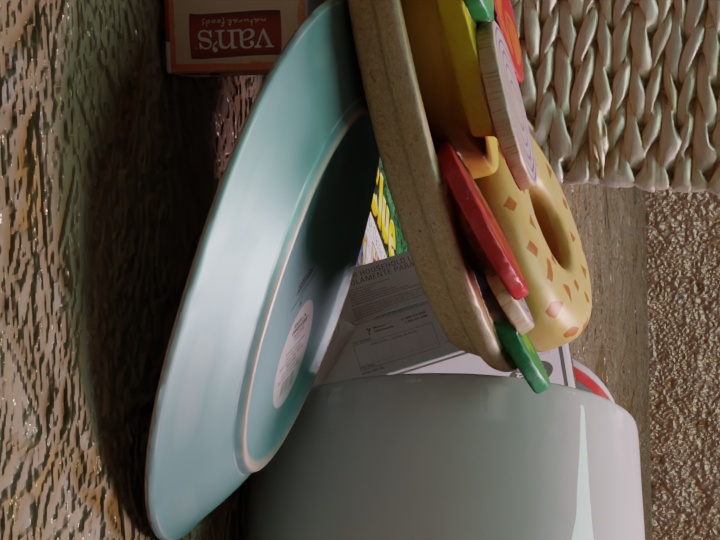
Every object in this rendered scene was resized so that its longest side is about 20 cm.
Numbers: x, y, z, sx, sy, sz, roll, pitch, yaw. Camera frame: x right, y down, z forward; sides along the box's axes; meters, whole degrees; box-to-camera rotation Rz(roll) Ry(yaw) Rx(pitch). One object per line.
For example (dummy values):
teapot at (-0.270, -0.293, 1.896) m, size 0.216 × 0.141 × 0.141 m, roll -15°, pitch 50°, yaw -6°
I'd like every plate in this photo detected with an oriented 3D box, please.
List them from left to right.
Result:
plate at (-0.027, 0.003, 0.837) m, size 0.200 × 0.025 × 0.201 m, roll 18°, pitch 90°, yaw -81°

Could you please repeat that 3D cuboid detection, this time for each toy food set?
toy food set at (0.040, -0.054, 0.881) m, size 0.198 × 0.048 × 0.201 m, roll -46°, pitch 122°, yaw -78°

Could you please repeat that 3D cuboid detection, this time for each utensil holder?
utensil holder at (0.031, 0.157, 0.923) m, size 0.170 × 0.169 × 0.201 m, roll 60°, pitch 28°, yaw -68°

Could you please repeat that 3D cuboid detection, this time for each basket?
basket at (0.095, -0.140, 1.087) m, size 0.198 × 0.160 × 0.201 m, roll -110°, pitch -156°, yaw -82°

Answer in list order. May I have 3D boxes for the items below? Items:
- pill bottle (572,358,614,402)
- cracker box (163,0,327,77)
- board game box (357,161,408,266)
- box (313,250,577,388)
pill bottle at (0.081, 0.143, 1.312) m, size 0.200 × 0.113 × 0.114 m, roll -76°, pitch 162°, yaw -53°
cracker box at (-0.033, -0.174, 0.885) m, size 0.134 × 0.057 × 0.201 m, roll -27°, pitch 115°, yaw -77°
board game box at (0.000, 0.000, 1.142) m, size 0.200 × 0.023 × 0.105 m, roll 68°, pitch 22°, yaw -62°
box at (0.041, 0.073, 1.082) m, size 0.200 × 0.116 × 0.060 m, roll 73°, pitch -1°, yaw -51°
